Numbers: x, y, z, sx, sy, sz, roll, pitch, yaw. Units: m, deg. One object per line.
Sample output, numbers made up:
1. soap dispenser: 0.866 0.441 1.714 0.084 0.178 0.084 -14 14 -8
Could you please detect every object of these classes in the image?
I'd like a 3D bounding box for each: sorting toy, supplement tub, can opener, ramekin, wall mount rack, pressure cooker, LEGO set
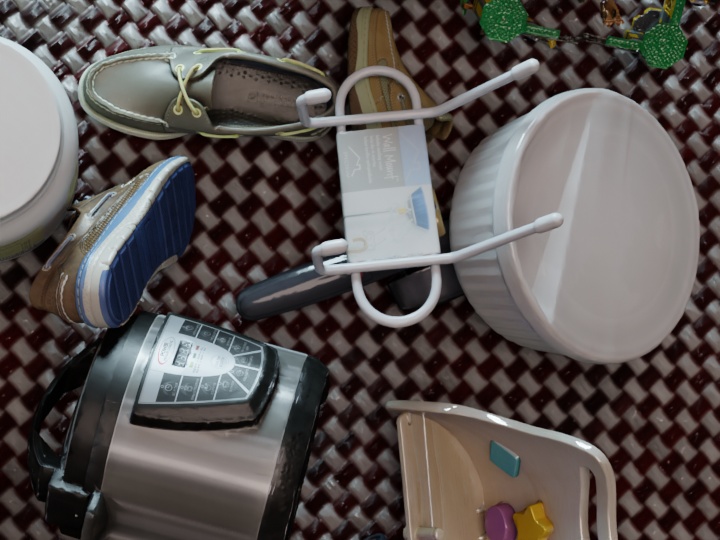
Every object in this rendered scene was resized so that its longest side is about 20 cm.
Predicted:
1. sorting toy: 0.117 0.189 1.227 0.106 0.179 0.203 -3 88 -39
2. supplement tub: -0.268 -0.083 1.179 0.143 0.200 0.147 1 86 -10
3. can opener: 0.000 0.000 1.288 0.198 0.063 0.080 -15 84 -10
4. ramekin: 0.154 -0.030 1.271 0.201 0.094 0.205 3 85 -37
5. wall mount rack: 0.046 -0.068 1.188 0.172 0.075 0.202 -6 71 0
6. pressure cooker: -0.133 0.124 1.196 0.198 0.176 0.181 15 84 2
7. LEGO set: 0.175 -0.246 1.331 0.197 0.116 0.155 1 115 -6

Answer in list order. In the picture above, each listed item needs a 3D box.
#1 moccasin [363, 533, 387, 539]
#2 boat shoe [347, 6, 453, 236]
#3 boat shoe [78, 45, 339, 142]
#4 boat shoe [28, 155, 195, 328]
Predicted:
1. moccasin: -0.063 0.248 1.260 0.198 0.080 0.069 -18 100 -24
2. boat shoe: 0.033 -0.109 1.277 0.075 0.072 0.202 -8 70 9
3. boat shoe: -0.112 -0.135 1.280 0.199 0.060 0.073 4 85 -9
4. boat shoe: -0.176 -0.029 1.216 0.071 0.200 0.073 4 117 15
